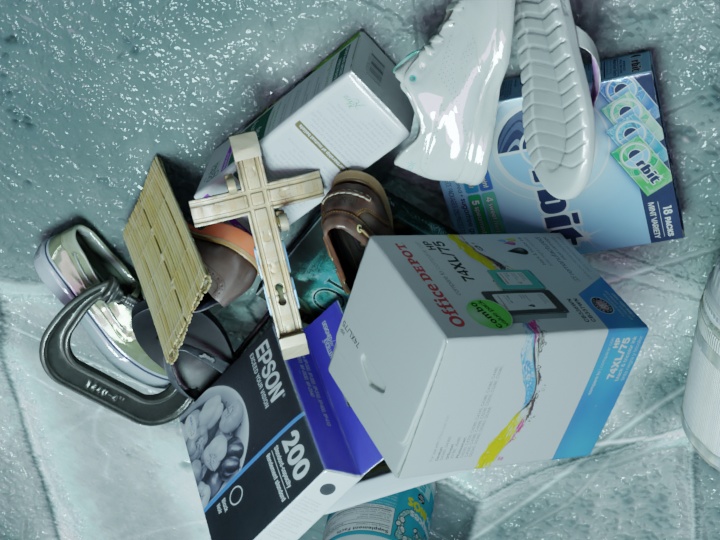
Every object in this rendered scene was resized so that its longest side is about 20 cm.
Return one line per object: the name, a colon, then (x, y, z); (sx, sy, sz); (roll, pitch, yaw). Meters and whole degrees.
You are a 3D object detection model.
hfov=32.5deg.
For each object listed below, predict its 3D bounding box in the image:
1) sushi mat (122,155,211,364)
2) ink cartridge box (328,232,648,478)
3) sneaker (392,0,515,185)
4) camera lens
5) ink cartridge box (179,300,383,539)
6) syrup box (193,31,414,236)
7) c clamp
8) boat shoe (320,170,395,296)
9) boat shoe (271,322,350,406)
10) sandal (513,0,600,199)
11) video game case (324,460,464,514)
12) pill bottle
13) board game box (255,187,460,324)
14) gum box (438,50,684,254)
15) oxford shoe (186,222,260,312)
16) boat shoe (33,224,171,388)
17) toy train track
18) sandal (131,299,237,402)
sushi mat: (-0.178, -0.013, 1.118); (0.012, 0.200, 0.096); (13, 120, -32)
ink cartridge box: (0.102, 0.067, 1.042); (0.200, 0.147, 0.146); (-2, 126, -29)
sneaker: (0.072, -0.171, 0.999); (0.088, 0.075, 0.200); (8, 101, -3)
camera lens: (0.377, 0.083, 1.104); (0.160, 0.160, 0.200); (4, 126, 8)
ink cartridge box: (-0.073, 0.145, 1.121); (0.200, 0.198, 0.043); (-45, 130, 16)
syrup box: (-0.049, -0.112, 1.096); (0.200, 0.079, 0.081); (-34, 115, 29)
c clamp: (-0.208, 0.069, 1.225); (0.200, 0.027, 0.171); (26, 100, -30)
boat shoe: (0.012, 0.006, 1.094); (0.070, 0.070, 0.200); (-9, 134, 23)
boat shoe: (-0.024, 0.093, 1.195); (0.200, 0.062, 0.075); (10, 147, 34)
sandal: (0.166, -0.160, 0.994); (0.050, 0.082, 0.203); (-11, 95, -26)
video game case: (0.021, 0.198, 1.198); (0.200, 0.182, 0.023); (-12, 86, -24)
pill bottle: (0.015, 0.286, 1.291); (0.111, 0.200, 0.111); (5, 127, 7)
board game box: (0.000, 0.000, 1.169); (0.135, 0.028, 0.200); (30, 139, -11)
gum box: (0.171, -0.091, 1.090); (0.200, 0.045, 0.170); (-9, 123, 18)
oxford shoe: (-0.164, -0.003, 1.151); (0.071, 0.073, 0.200); (43, 158, -27)
boat shoe: (-0.242, 0.039, 1.243); (0.062, 0.072, 0.200); (-30, 113, 34)
toy train track: (-0.077, -0.019, 1.052); (0.115, 0.033, 0.200); (-14, 103, -6)
sandal: (-0.151, 0.102, 1.209); (0.076, 0.043, 0.200); (-27, 121, 13)
